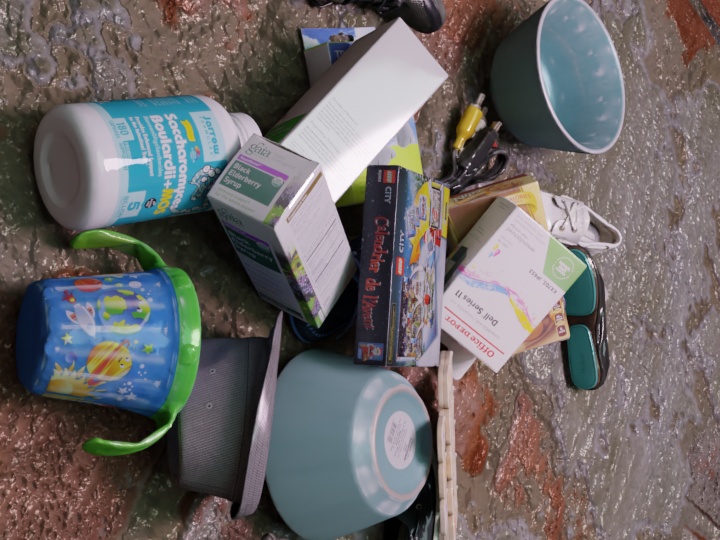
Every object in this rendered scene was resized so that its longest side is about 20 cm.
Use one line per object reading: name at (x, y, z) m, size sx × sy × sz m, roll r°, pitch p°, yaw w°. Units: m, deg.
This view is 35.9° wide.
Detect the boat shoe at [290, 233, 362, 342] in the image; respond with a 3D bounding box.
boat shoe at (0.000, 0.000, 1.205) m, size 0.200 × 0.069 × 0.084 m, roll -51°, pitch 118°, yaw -34°

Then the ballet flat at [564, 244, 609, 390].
ballet flat at (0.299, 0.059, 1.483) m, size 0.068 × 0.068 × 0.201 m, roll -22°, pitch 111°, yaw -52°

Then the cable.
cable at (0.116, -0.118, 1.360) m, size 0.200 × 0.050 × 0.097 m, roll -50°, pitch 133°, yaw -21°

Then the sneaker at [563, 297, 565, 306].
sneaker at (0.204, -0.014, 1.388) m, size 0.200 × 0.078 × 0.075 m, roll 53°, pitch 55°, yaw -25°

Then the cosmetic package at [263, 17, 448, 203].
cosmetic package at (-0.017, -0.153, 1.132) m, size 0.085 × 0.108 × 0.200 m, roll 46°, pitch 68°, yaw -17°

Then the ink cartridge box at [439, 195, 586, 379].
ink cartridge box at (0.143, 0.031, 1.257) m, size 0.117 × 0.067 × 0.200 m, roll 37°, pitch 96°, yaw -18°

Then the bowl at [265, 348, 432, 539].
bowl at (0.001, 0.176, 1.135) m, size 0.201 × 0.105 × 0.201 m, roll 13°, pitch 74°, yaw -54°

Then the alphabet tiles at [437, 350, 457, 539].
alphabet tiles at (0.096, 0.195, 1.218) m, size 0.196 × 0.015 × 0.201 m, roll -62°, pitch 150°, yaw -76°

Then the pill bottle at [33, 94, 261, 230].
pill bottle at (-0.186, -0.103, 1.018) m, size 0.200 × 0.111 × 0.111 m, roll -14°, pitch 95°, yaw -43°

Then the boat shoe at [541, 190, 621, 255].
boat shoe at (0.270, -0.068, 1.461) m, size 0.200 × 0.069 × 0.071 m, roll 15°, pitch 76°, yaw -40°

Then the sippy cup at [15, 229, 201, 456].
sippy cup at (-0.223, 0.060, 0.961) m, size 0.130 × 0.178 × 0.140 m, roll 4°, pitch 119°, yaw -32°

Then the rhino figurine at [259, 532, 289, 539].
rhino figurine at (-0.134, 0.314, 1.052) m, size 0.200 × 0.060 × 0.088 m, roll -33°, pitch 127°, yaw -41°

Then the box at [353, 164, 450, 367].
box at (0.045, -0.001, 1.155) m, size 0.136 × 0.038 × 0.201 m, roll 10°, pitch 83°, yaw -63°

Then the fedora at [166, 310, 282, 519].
fedora at (-0.131, 0.130, 1.037) m, size 0.090 × 0.177 × 0.201 m, roll 9°, pitch 59°, yaw -9°

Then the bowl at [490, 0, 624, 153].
bowl at (0.238, -0.236, 1.409) m, size 0.201 × 0.105 × 0.201 m, roll 13°, pitch 73°, yaw -47°

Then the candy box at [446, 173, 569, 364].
candy box at (0.169, -0.001, 1.319) m, size 0.115 × 0.055 × 0.201 m, roll -17°, pitch 108°, yaw -6°

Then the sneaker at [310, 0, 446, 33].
sneaker at (0.007, -0.314, 1.246) m, size 0.199 × 0.076 × 0.114 m, roll 40°, pitch 62°, yaw -29°

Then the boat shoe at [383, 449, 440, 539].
boat shoe at (0.045, 0.273, 1.217) m, size 0.066 × 0.074 × 0.200 m, roll 4°, pitch 83°, yaw -23°

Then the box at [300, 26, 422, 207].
box at (0.005, -0.176, 1.245) m, size 0.122 × 0.048 × 0.201 m, roll -12°, pitch 95°, yaw -43°

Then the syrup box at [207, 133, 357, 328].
syrup box at (-0.070, -0.034, 1.066) m, size 0.082 × 0.079 × 0.200 m, roll -57°, pitch 156°, yaw -19°
